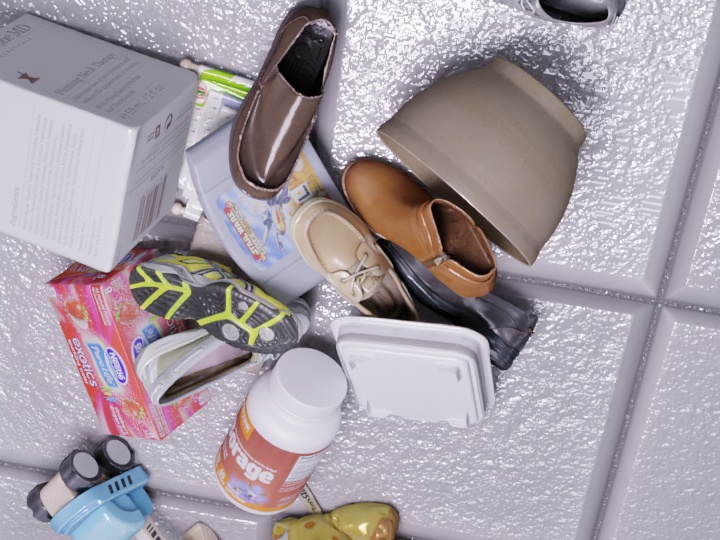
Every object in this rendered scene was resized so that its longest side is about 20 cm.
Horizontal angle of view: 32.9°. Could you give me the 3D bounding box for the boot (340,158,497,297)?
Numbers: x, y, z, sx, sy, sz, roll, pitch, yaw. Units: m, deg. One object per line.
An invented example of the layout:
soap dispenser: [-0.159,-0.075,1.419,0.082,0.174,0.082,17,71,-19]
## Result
boot: [0.062,-0.054,1.219,0.200,0.155,0.074,40,85,4]

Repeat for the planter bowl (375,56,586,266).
planter bowl: [0.133,-0.118,1.181,0.200,0.200,0.135,42,91,-15]

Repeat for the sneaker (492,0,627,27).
sneaker: [0.156,-0.276,1.133,0.199,0.082,0.075,13,121,2]

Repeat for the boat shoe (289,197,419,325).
boat shoe: [0.000,0.000,1.270,0.072,0.065,0.200,-43,130,-4]

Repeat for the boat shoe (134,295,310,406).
boat shoe: [-0.141,0.088,1.320,0.201,0.065,0.075,-19,137,-19]

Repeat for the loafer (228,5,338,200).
loafer: [-0.076,-0.166,1.191,0.073,0.071,0.201,16,91,-16]

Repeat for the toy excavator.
toy excavator: [-0.287,0.314,1.524,0.100,0.194,0.200,-41,78,26]

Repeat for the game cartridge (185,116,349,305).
game cartridge: [-0.090,-0.067,1.270,0.133,0.042,0.200,-37,115,-12]

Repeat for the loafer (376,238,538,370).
loafer: [0.105,0.019,1.329,0.200,0.073,0.072,42,86,-8]

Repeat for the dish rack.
dish rack: [0.058,0.119,1.340,0.171,0.044,0.200,5,151,13]

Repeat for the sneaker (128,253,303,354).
sneaker: [-0.144,0.024,1.285,0.199,0.076,0.076,22,125,18]

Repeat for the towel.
towel: [-0.144,0.024,1.376,0.132,0.035,0.200,24,127,-5]

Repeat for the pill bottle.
pill bottle: [-0.090,0.183,1.402,0.112,0.112,0.200,24,130,-5]

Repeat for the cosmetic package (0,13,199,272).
cosmetic package: [-0.296,-0.132,1.230,0.199,0.167,0.167,20,121,5]

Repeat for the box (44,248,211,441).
box: [-0.260,0.082,1.372,0.099,0.095,0.201,1,117,37]

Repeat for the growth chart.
growth chart: [-0.132,-0.121,1.308,0.144,0.018,0.201,13,122,1]

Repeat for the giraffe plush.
giraffe plush: [-0.033,0.376,1.489,0.200,0.162,0.172,42,118,-15]
